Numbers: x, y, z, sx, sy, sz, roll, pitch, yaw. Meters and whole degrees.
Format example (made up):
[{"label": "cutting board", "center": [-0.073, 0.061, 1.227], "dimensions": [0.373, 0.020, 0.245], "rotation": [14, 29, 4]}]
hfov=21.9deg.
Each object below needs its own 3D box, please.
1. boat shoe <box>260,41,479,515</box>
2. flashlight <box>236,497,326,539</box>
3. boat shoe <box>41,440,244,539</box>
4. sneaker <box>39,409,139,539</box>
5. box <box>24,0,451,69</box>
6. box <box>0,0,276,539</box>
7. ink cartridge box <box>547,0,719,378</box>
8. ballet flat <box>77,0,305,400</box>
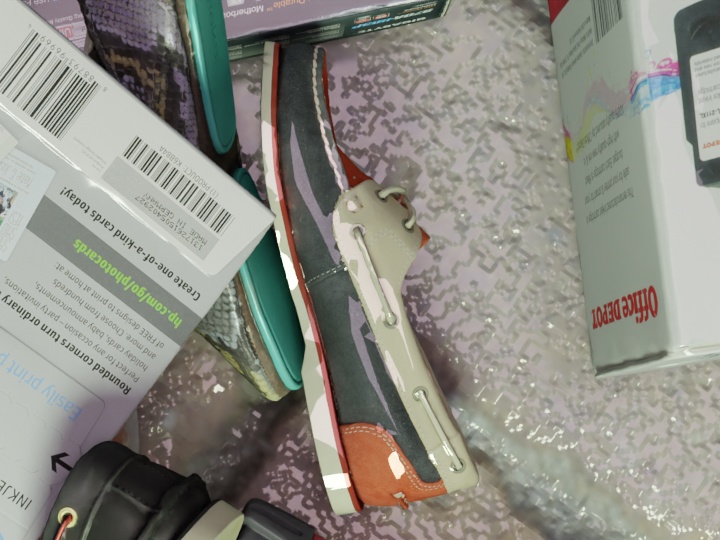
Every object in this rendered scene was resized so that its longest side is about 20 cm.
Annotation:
[{"label": "boat shoe", "center": [0.000, 0.000, 0.770], "dimensions": [0.062, 0.071, 0.201], "rotation": [-12, 89, 7]}, {"label": "flashlight", "center": [0.026, 0.168, 0.757], "dimensions": [0.199, 0.068, 0.068], "rotation": [31, 82, 1]}, {"label": "boat shoe", "center": [-0.104, 0.146, 0.714], "dimensions": [0.063, 0.202, 0.074], "rotation": [32, 38, 11]}, {"label": "sneaker", "center": [-0.129, 0.028, 0.768], "dimensions": [0.071, 0.080, 0.201], "rotation": [-2, 105, -9]}, {"label": "box", "center": [-0.073, -0.169, 0.798], "dimensions": [0.199, 0.046, 0.160], "rotation": [-13, 85, -5]}, {"label": "box", "center": [-0.148, 0.012, 0.666], "dimensions": [0.156, 0.041, 0.200], "rotation": [39, 82, -27]}, {"label": "ink cartridge box", "center": [0.135, -0.063, 0.750], "dimensions": [0.082, 0.146, 0.201], "rotation": [-6, 85, -6]}, {"label": "ballet flat", "center": [-0.074, -0.038, 0.759], "dimensions": [0.072, 0.072, 0.201], "rotation": [-15, 111, -5]}]
